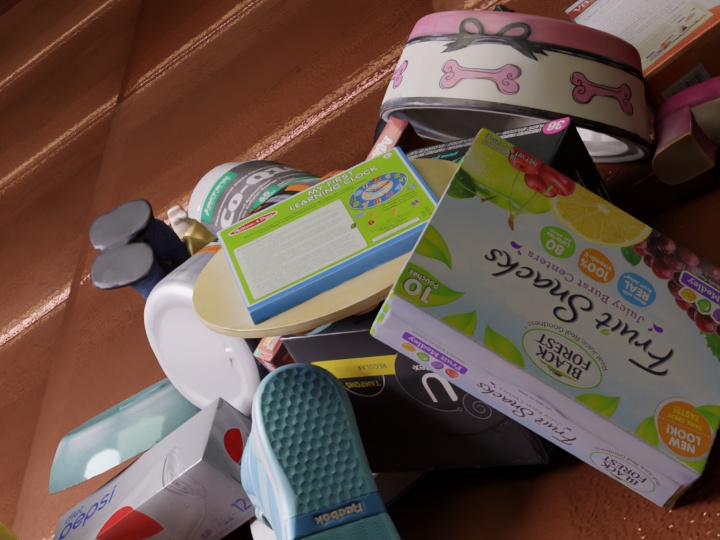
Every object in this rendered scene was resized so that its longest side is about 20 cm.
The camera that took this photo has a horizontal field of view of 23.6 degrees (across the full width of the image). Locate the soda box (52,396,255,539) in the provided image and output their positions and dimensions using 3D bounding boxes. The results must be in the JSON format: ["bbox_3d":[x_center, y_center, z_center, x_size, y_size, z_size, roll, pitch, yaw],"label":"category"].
[{"bbox_3d":[-0.149,0.178,1.264,0.200,0.063,0.068,-37,25,32],"label":"soda box"}]

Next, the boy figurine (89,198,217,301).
[{"bbox_3d":[-0.136,0.010,1.377,0.064,0.200,0.125,-18,62,19],"label":"boy figurine"}]

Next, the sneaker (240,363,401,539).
[{"bbox_3d":[-0.025,0.170,1.098,0.079,0.202,0.131,-7,-19,-12],"label":"sneaker"}]

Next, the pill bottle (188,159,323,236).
[{"bbox_3d":[-0.074,-0.035,1.491,0.113,0.113,0.200,-46,24,-11],"label":"pill bottle"}]

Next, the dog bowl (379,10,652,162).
[{"bbox_3d":[0.116,-0.132,1.242,0.200,0.199,0.074,3,83,57],"label":"dog bowl"}]

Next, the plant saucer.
[{"bbox_3d":[-0.166,0.114,1.372,0.199,0.036,0.200,-27,2,1],"label":"plant saucer"}]

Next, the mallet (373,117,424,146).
[{"bbox_3d":[0.097,-0.151,1.536,0.199,0.041,0.066,-31,29,12],"label":"mallet"}]

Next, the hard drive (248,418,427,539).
[{"bbox_3d":[-0.030,0.132,1.251,0.132,0.027,0.200,-39,24,4],"label":"hard drive"}]

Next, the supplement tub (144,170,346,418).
[{"bbox_3d":[-0.058,0.012,1.304,0.122,0.123,0.200,-12,21,47],"label":"supplement tub"}]

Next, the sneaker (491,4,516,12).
[{"bbox_3d":[0.108,-0.137,1.397,0.076,0.111,0.201,-22,30,35],"label":"sneaker"}]

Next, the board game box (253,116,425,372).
[{"bbox_3d":[0.000,0.000,1.235,0.019,0.103,0.201,19,72,34],"label":"board game box"}]

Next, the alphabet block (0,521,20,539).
[{"bbox_3d":[-0.314,0.278,1.219,0.200,0.197,0.195,-51,28,-21],"label":"alphabet block"}]

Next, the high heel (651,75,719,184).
[{"bbox_3d":[0.290,-0.127,1.186,0.199,0.067,0.096,-33,18,32],"label":"high heel"}]

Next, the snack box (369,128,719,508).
[{"bbox_3d":[0.123,0.026,1.000,0.143,0.199,0.053,-60,0,-35],"label":"snack box"}]

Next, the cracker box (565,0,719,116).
[{"bbox_3d":[0.253,-0.198,1.352,0.134,0.058,0.200,-37,25,7],"label":"cracker box"}]

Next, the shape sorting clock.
[{"bbox_3d":[-0.015,-0.015,1.104,0.199,0.039,0.200,-19,29,11],"label":"shape sorting clock"}]

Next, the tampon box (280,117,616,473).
[{"bbox_3d":[0.072,0.018,1.141,0.149,0.127,0.200,-9,35,38],"label":"tampon box"}]
